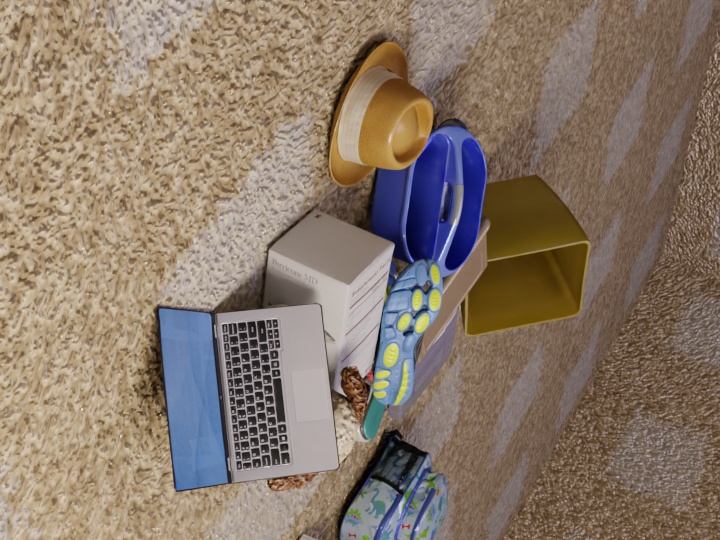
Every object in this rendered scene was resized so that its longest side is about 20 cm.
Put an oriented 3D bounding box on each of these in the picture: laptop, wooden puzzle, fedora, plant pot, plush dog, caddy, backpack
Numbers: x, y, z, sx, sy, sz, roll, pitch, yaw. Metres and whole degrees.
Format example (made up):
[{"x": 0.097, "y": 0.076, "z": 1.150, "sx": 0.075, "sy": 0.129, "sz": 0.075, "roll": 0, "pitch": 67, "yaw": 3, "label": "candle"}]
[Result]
[{"x": -0.116, "y": 0.131, "z": 1.394, "sx": 0.116, "sy": 0.197, "sz": 0.190, "roll": 148, "pitch": -64, "yaw": -74, "label": "laptop"}, {"x": 0.122, "y": 0.027, "z": 1.856, "sx": 0.186, "sy": 0.037, "sz": 0.200, "roll": -54, "pitch": 167, "yaw": -15, "label": "wooden puzzle"}, {"x": 0.035, "y": -0.180, "z": 1.594, "sx": 0.201, "sy": 0.081, "sz": 0.202, "roll": -52, "pitch": 157, "yaw": -34, "label": "fedora"}, {"x": 0.244, "y": -0.037, "z": 2.100, "sx": 0.201, "sy": 0.197, "sz": 0.178, "roll": 85, "pitch": -7, "yaw": -54, "label": "plant pot"}, {"x": -0.083, "y": 0.169, "z": 1.518, "sx": 0.201, "sy": 0.171, "sz": 0.161, "roll": -52, "pitch": 158, "yaw": -14, "label": "plush dog"}, {"x": 0.098, "y": -0.093, "z": 1.727, "sx": 0.140, "sy": 0.104, "sz": 0.203, "roll": 2, "pitch": 98, "yaw": -41, "label": "caddy"}, {"x": 0.059, "y": 0.415, "z": 2.220, "sx": 0.200, "sy": 0.146, "sz": 0.184, "roll": -51, "pitch": 153, "yaw": -30, "label": "backpack"}]

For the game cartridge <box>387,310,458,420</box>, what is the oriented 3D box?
[{"x": 0.106, "y": 0.151, "z": 2.219, "sx": 0.200, "sy": 0.038, "sz": 0.131, "roll": -47, "pitch": 156, "yaw": -44, "label": "game cartridge"}]

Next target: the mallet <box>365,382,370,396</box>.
[{"x": -0.003, "y": 0.149, "z": 1.864, "sx": 0.201, "sy": 0.041, "sz": 0.066, "roll": -74, "pitch": -176, "yaw": -64, "label": "mallet"}]

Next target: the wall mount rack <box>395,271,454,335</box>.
[{"x": 0.091, "y": 0.062, "z": 2.032, "sx": 0.200, "sy": 0.074, "sz": 0.175, "roll": -42, "pitch": 153, "yaw": -49, "label": "wall mount rack"}]

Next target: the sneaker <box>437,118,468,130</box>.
[{"x": 0.097, "y": -0.125, "z": 1.831, "sx": 0.202, "sy": 0.076, "sz": 0.085, "roll": -66, "pitch": 155, "yaw": -4, "label": "sneaker"}]

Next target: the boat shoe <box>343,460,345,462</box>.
[{"x": -0.001, "y": 0.213, "z": 1.946, "sx": 0.203, "sy": 0.074, "sz": 0.075, "roll": -52, "pitch": 156, "yaw": -36, "label": "boat shoe"}]

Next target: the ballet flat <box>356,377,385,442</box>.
[{"x": 0.021, "y": 0.164, "z": 1.905, "sx": 0.070, "sy": 0.069, "sz": 0.201, "roll": 88, "pitch": 27, "yaw": -51, "label": "ballet flat"}]

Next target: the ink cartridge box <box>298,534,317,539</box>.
[{"x": -0.091, "y": 0.536, "z": 2.057, "sx": 0.145, "sy": 0.084, "sz": 0.201, "roll": -52, "pitch": 157, "yaw": -35, "label": "ink cartridge box"}]

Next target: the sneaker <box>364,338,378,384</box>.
[{"x": 0.027, "y": 0.103, "z": 1.769, "sx": 0.098, "sy": 0.071, "sz": 0.200, "roll": -40, "pitch": 145, "yaw": 15, "label": "sneaker"}]

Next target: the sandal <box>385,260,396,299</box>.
[{"x": 0.000, "y": 0.000, "z": 1.743, "sx": 0.200, "sy": 0.078, "sz": 0.088, "roll": 42, "pitch": 37, "yaw": -62, "label": "sandal"}]

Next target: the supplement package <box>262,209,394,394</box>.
[{"x": -0.046, "y": 0.050, "z": 1.590, "sx": 0.117, "sy": 0.116, "sz": 0.202, "roll": -43, "pitch": 149, "yaw": -48, "label": "supplement package"}]

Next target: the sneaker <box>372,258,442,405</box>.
[{"x": 0.053, "y": 0.073, "z": 1.662, "sx": 0.083, "sy": 0.070, "sz": 0.202, "roll": -100, "pitch": -158, "yaw": -65, "label": "sneaker"}]
